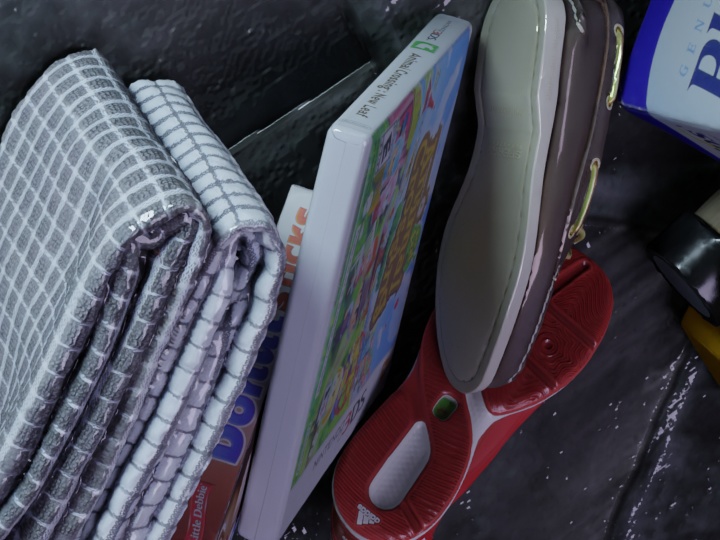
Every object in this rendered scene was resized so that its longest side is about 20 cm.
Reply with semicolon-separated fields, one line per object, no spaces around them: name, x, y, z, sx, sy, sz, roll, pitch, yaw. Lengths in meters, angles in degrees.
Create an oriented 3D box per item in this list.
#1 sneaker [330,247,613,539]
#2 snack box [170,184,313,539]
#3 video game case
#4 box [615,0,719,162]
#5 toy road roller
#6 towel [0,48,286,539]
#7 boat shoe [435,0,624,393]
sneaker;0.045;0.074;1.231;0.200;0.078;0.116;-42;171;-25
snack box;-0.052;0.061;1.080;0.024;0.201;0.072;17;148;3
video game case;0.000;0.000;1.095;0.022;0.182;0.201;18;115;10
box;0.241;-0.127;1.102;0.105;0.200;0.185;21;89;-37
toy road roller;0.251;0.025;1.248;0.123;0.146;0.200;-41;140;-3
towel;-0.121;0.026;1.020;0.085;0.166;0.201;17;108;-30
boat shoe;0.083;-0.037;1.156;0.059;0.072;0.201;4;99;-33
